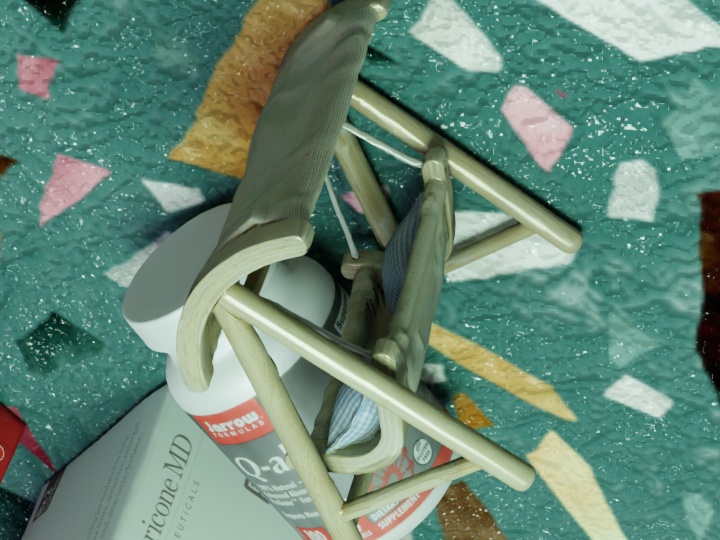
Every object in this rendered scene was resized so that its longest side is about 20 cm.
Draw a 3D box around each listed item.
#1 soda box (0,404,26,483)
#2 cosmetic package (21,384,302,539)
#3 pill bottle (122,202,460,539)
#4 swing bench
[{"bbox_3d":[-0.314,0.139,1.522,0.200,0.064,0.070,-29,118,36],"label":"soda box"},{"bbox_3d":[-0.108,0.216,1.458,0.200,0.165,0.165,36,131,-18],"label":"cosmetic package"},{"bbox_3d":[-0.040,0.064,1.332,0.115,0.116,0.200,-23,122,33],"label":"pill bottle"},{"bbox_3d":[0.000,0.000,1.204,0.129,0.199,0.200,-25,120,34],"label":"swing bench"}]
